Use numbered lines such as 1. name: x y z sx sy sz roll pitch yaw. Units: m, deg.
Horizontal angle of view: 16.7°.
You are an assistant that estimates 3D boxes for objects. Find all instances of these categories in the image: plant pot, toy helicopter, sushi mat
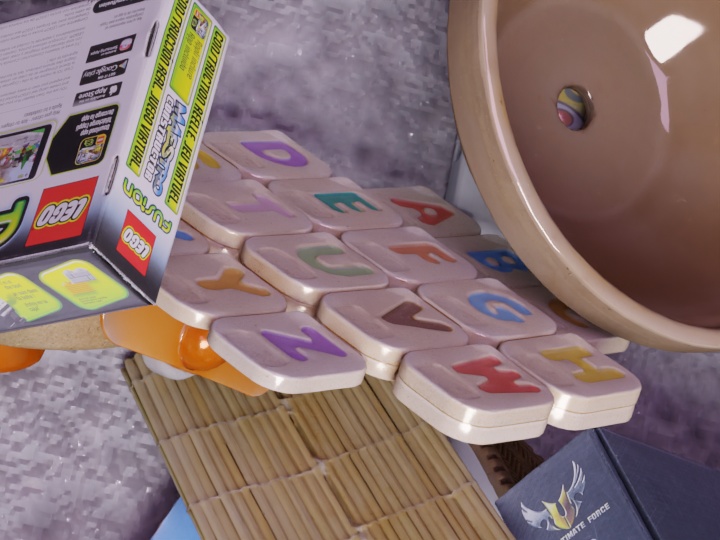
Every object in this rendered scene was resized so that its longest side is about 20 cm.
1. plant pot: 0.103 -0.068 0.912 0.200 0.093 0.202 4 83 -31
2. toy helicopter: -0.058 0.003 0.889 0.199 0.132 0.079 -3 108 -27
3. sushi mat: -0.016 0.070 0.864 0.095 0.200 0.012 -16 123 -13

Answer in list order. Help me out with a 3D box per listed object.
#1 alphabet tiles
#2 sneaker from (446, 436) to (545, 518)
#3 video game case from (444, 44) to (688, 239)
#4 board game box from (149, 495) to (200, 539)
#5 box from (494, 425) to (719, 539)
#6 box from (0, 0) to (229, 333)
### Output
1. alphabet tiles: 0.000 0.000 0.854 0.195 0.200 0.015 -3 121 -48
2. sneaker: 0.053 0.155 0.880 0.108 0.070 0.200 -39 61 19
3. video game case: 0.141 -0.063 0.991 0.199 0.023 0.183 13 81 -12
4. board game box: -0.018 0.148 0.923 0.158 0.039 0.200 35 75 -5
5. box: 0.147 0.145 0.863 0.051 0.200 0.158 -40 56 19
6. box: -0.144 -0.027 0.827 0.035 0.199 0.110 47 45 -41
